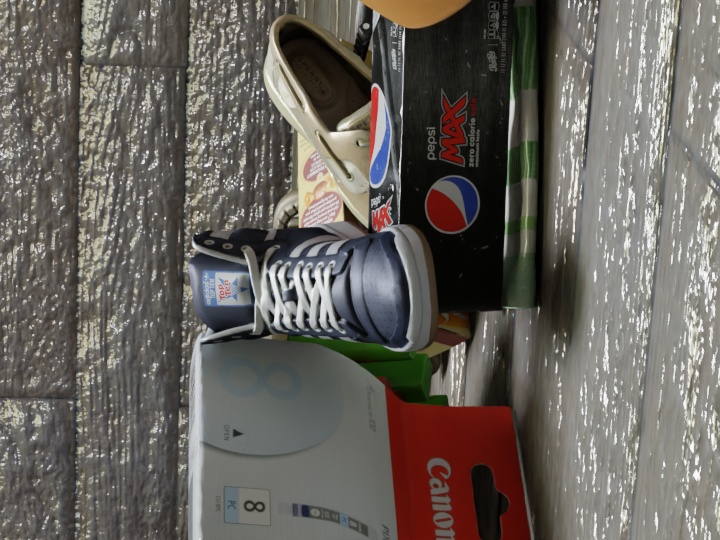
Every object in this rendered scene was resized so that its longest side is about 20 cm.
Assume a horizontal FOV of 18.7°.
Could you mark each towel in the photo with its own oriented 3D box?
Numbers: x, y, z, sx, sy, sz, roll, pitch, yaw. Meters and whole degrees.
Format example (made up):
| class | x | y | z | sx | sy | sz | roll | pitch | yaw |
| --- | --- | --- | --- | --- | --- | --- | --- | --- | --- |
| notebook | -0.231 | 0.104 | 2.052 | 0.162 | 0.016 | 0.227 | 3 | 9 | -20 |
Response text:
| class | x | y | z | sx | sy | sz | roll | pitch | yaw |
| --- | --- | --- | --- | --- | --- | --- | --- | --- | --- |
| towel | 0.085 | -0.077 | 1.318 | 0.153 | 0.023 | 0.202 | 165 | 106 | -84 |

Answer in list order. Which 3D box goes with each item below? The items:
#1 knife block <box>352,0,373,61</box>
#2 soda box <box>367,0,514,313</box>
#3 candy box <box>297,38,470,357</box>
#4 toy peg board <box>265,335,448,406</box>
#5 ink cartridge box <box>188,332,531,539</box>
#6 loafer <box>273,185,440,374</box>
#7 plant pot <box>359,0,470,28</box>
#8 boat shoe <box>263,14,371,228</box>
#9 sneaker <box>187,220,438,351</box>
| class | x | y | z | sx | sy | sz | roll | pitch | yaw |
| --- | --- | --- | --- | --- | --- | --- | --- | --- | --- |
| knife block | 0.061 | -0.213 | 1.489 | 0.200 | 0.176 | 0.064 | -44 | -7 | -16 |
| soda box | 0.045 | -0.078 | 1.263 | 0.063 | 0.070 | 0.201 | -150 | 61 | -71 |
| candy box | 0.015 | -0.049 | 1.530 | 0.055 | 0.115 | 0.201 | -27 | 55 | 45 |
| toy peg board | -0.003 | 0.136 | 1.383 | 0.200 | 0.097 | 0.200 | 64 | -153 | -48 |
| ink cartridge box | 0.002 | 0.114 | 1.246 | 0.161 | 0.199 | 0.047 | -95 | 13 | -48 |
| loafer | 0.000 | 0.000 | 1.617 | 0.200 | 0.076 | 0.068 | 58 | -147 | -38 |
| plant pot | 0.010 | -0.245 | 1.137 | 0.200 | 0.139 | 0.201 | -44 | 33 | 39 |
| boat shoe | 0.007 | -0.087 | 1.438 | 0.200 | 0.072 | 0.065 | 49 | 167 | 15 |
| sneaker | -0.032 | 0.011 | 1.219 | 0.200 | 0.108 | 0.071 | -164 | 69 | -71 |
